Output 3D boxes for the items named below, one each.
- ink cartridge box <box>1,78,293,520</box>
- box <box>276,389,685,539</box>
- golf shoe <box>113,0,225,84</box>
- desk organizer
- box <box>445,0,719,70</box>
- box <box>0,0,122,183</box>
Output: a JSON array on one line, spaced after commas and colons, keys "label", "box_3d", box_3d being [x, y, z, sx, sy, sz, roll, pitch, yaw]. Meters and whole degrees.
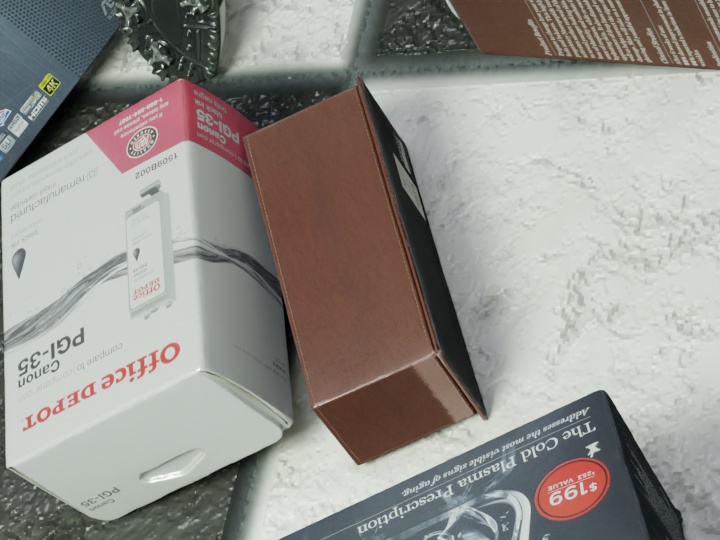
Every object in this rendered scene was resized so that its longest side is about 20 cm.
[{"label": "ink cartridge box", "box_3d": [-0.122, 0.017, 1.648, 0.146, 0.083, 0.201, -27, 50, 26]}, {"label": "box", "box_3d": [0.066, 0.185, 1.419, 0.199, 0.104, 0.183, -26, 37, 9]}, {"label": "golf shoe", "box_3d": [-0.112, -0.214, 1.778, 0.077, 0.201, 0.094, -6, 18, 29]}, {"label": "desk organizer", "box_3d": [0.000, 0.000, 1.620, 0.077, 0.072, 0.201, -24, 51, 10]}, {"label": "box", "box_3d": [0.146, -0.169, 1.641, 0.199, 0.100, 0.075, 5, 62, 29]}, {"label": "box", "box_3d": [-0.244, -0.150, 1.797, 0.200, 0.157, 0.051, -53, 8, -14]}]
